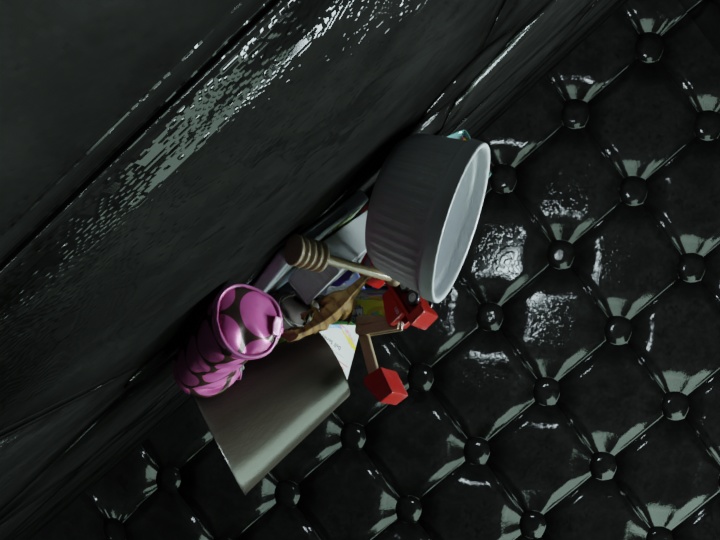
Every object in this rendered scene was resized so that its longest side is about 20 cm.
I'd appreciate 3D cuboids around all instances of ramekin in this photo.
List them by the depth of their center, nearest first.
[{"bbox_3d":[0.084,-0.074,0.689,0.201,0.102,0.205,-52,153,-40],"label":"ramekin"}]

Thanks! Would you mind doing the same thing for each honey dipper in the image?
[{"bbox_3d":[-0.012,-0.008,0.699,0.196,0.039,0.038,14,137,-45],"label":"honey dipper"}]

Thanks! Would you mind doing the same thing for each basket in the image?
[{"bbox_3d":[-0.123,0.185,0.785,0.196,0.185,0.135,-30,-161,-19],"label":"basket"}]

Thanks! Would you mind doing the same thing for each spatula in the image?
[{"bbox_3d":[0.000,0.000,0.912,0.197,0.021,0.056,-15,-159,48],"label":"spatula"}]

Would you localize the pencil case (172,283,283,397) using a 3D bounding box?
[{"bbox_3d":[-0.156,0.088,0.637,0.199,0.091,0.094,-38,-146,53],"label":"pencil case"}]

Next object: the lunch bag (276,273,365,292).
[{"bbox_3d":[-0.094,0.070,1.127,0.129,0.140,0.199,-8,-157,43],"label":"lunch bag"}]

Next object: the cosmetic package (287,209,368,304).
[{"bbox_3d":[-0.025,-0.031,0.814,0.082,0.051,0.200,-41,-179,33],"label":"cosmetic package"}]

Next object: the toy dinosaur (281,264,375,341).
[{"bbox_3d":[-0.024,0.044,0.769,0.199,0.061,0.106,-43,178,-10],"label":"toy dinosaur"}]

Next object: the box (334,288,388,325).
[{"bbox_3d":[0.026,0.064,0.935,0.113,0.051,0.199,1,-174,20],"label":"box"}]

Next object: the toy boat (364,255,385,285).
[{"bbox_3d":[0.093,-0.016,0.911,0.127,0.136,0.198,14,152,-37],"label":"toy boat"}]

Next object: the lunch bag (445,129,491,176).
[{"bbox_3d":[0.108,-0.138,0.963,0.197,0.124,0.170,-33,177,-34],"label":"lunch bag"}]

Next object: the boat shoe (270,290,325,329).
[{"bbox_3d":[-0.090,0.065,0.850,0.058,0.074,0.200,-19,169,11],"label":"boat shoe"}]

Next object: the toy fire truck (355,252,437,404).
[{"bbox_3d":[0.037,0.072,0.795,0.141,0.203,0.048,-44,144,18],"label":"toy fire truck"}]

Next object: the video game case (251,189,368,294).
[{"bbox_3d":[-0.090,-0.021,0.791,0.181,0.022,0.200,-42,180,-40],"label":"video game case"}]

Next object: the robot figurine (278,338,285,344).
[{"bbox_3d":[-0.194,0.137,0.891,0.199,0.118,0.174,-40,158,17],"label":"robot figurine"}]

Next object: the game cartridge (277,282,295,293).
[{"bbox_3d":[-0.060,-0.019,0.971,0.130,0.041,0.200,-26,-168,23],"label":"game cartridge"}]

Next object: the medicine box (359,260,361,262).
[{"bbox_3d":[-0.002,-0.051,1.271,0.181,0.104,0.199,-41,-179,-31],"label":"medicine box"}]

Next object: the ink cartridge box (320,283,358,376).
[{"bbox_3d":[-0.065,0.126,1.000,0.066,0.116,0.206,-9,-126,41],"label":"ink cartridge box"}]

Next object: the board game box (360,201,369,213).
[{"bbox_3d":[0.118,-0.124,1.106,0.199,0.154,0.040,-41,180,-22],"label":"board game box"}]
